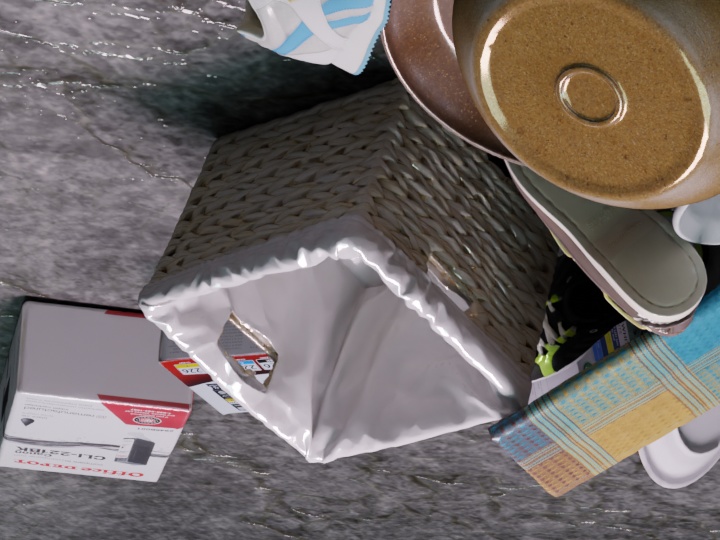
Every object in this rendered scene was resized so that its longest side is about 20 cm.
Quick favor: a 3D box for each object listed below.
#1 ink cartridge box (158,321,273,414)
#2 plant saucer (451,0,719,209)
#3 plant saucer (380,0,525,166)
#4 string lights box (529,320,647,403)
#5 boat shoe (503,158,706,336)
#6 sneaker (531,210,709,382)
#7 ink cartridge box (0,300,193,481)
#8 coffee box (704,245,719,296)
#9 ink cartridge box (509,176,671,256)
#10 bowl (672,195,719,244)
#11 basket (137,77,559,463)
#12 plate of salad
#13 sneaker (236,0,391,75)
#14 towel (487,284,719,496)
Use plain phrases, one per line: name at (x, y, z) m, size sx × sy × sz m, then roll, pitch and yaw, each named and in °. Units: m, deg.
ink cartridge box at (-0.030, 0.056, 2.058) m, size 0.200 × 0.084 × 0.176 m, roll -4°, pitch 158°, yaw 20°
plant saucer at (0.135, -0.107, 1.495) m, size 0.200 × 0.035 × 0.200 m, roll 19°, pitch 135°, yaw 19°
plant saucer at (0.111, -0.139, 1.557) m, size 0.200 × 0.037 × 0.200 m, roll 15°, pitch 141°, yaw 12°
string lights box at (0.190, 0.065, 1.944) m, size 0.059 × 0.103 × 0.200 m, roll -16°, pitch 172°, yaw 38°
boat shoe at (0.146, -0.043, 1.673) m, size 0.072 × 0.200 × 0.060 m, roll -34°, pitch 162°, yaw -10°
sneaker at (0.145, 0.017, 1.794) m, size 0.200 × 0.072 × 0.083 m, roll -37°, pitch 170°, yaw 31°
ink cartridge box at (-0.222, 0.104, 2.201) m, size 0.144 × 0.084 × 0.200 m, roll 7°, pitch 158°, yaw -10°
coffee box at (0.335, -0.018, 1.786) m, size 0.200 × 0.114 × 0.080 m, roll 4°, pitch 158°, yaw -1°
ink cartridge box at (0.112, -0.021, 1.896) m, size 0.200 × 0.050 × 0.109 m, roll -17°, pitch 151°, yaw 42°
bowl at (0.270, -0.097, 1.599) m, size 0.201 × 0.090 × 0.201 m, roll -17°, pitch 162°, yaw -6°
basket at (0.000, 0.000, 1.762) m, size 0.200 × 0.161 × 0.198 m, roll -16°, pitch 133°, yaw 39°
plate of salad at (0.240, 0.058, 1.897) m, size 0.048 × 0.200 × 0.200 m, roll 17°, pitch 167°, yaw 32°
sneaker at (-0.021, -0.174, 1.494) m, size 0.081 × 0.077 × 0.200 m, roll 11°, pitch 154°, yaw -6°
towel at (0.190, 0.076, 1.745) m, size 0.200 × 0.022 × 0.147 m, roll -31°, pitch 151°, yaw 8°
